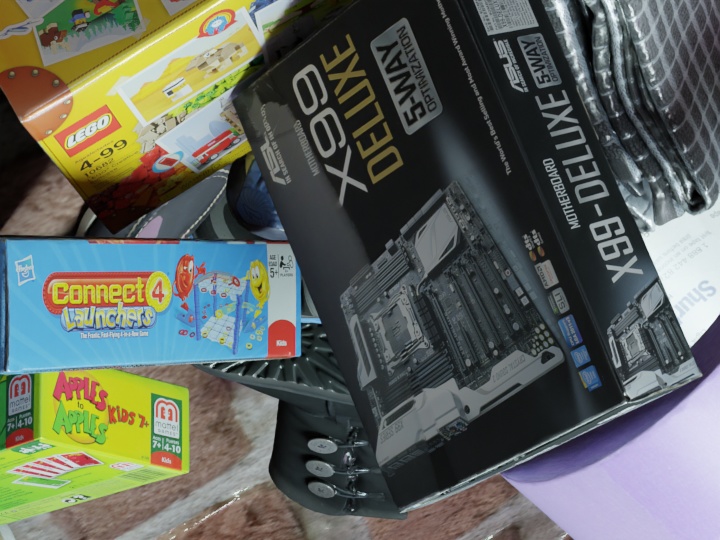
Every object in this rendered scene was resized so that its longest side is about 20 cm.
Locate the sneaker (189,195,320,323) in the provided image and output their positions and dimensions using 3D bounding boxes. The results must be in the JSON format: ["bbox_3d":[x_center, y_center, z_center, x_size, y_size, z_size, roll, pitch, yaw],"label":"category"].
[{"bbox_3d":[0.000,0.000,1.293,0.071,0.199,0.083,-53,163,-32],"label":"sneaker"}]

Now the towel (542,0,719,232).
[{"bbox_3d":[0.123,-0.137,1.069,0.085,0.166,0.200,-9,129,34],"label":"towel"}]

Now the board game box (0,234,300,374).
[{"bbox_3d":[-0.163,0.012,1.099,0.199,0.056,0.196,2,-179,36],"label":"board game box"}]

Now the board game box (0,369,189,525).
[{"bbox_3d":[-0.194,0.096,1.271,0.200,0.048,0.101,-19,154,39],"label":"board game box"}]

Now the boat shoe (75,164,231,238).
[{"bbox_3d":[-0.124,0.007,1.285,0.200,0.063,0.073,-44,156,29],"label":"boat shoe"}]

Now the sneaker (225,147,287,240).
[{"bbox_3d":[-0.027,-0.051,1.220,0.085,0.077,0.200,-27,-174,27],"label":"sneaker"}]

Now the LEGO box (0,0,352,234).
[{"bbox_3d":[-0.061,-0.120,1.072,0.200,0.077,0.149,-32,160,-1],"label":"LEGO box"}]

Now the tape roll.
[{"bbox_3d":[0.148,0.032,1.062,0.200,0.066,0.200,-43,-161,18],"label":"tape roll"}]

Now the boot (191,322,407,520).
[{"bbox_3d":[-0.043,0.076,1.434,0.200,0.164,0.066,87,27,-67],"label":"boot"}]

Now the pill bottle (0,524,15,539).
[{"bbox_3d":[-0.300,0.195,1.384,0.200,0.116,0.116,-7,148,-48],"label":"pill bottle"}]

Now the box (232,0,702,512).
[{"bbox_3d":[0.039,-0.017,1.004,0.050,0.201,0.158,-15,170,-40],"label":"box"}]
